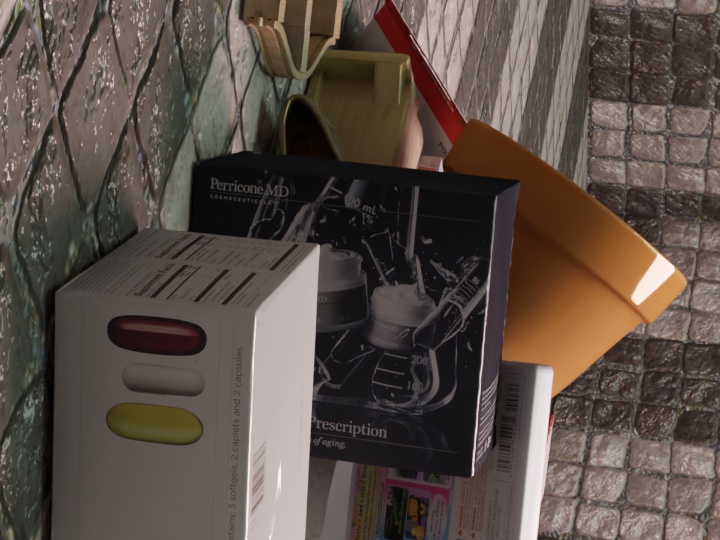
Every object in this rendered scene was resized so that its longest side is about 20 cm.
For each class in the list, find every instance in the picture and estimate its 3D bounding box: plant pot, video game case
[{"bbox_3d":[0.119,0.004,1.449,0.140,0.200,0.200,-53,167,0],"label":"plant pot"},{"bbox_3d":[0.056,0.159,1.383,0.024,0.181,0.202,8,87,-39],"label":"video game case"}]

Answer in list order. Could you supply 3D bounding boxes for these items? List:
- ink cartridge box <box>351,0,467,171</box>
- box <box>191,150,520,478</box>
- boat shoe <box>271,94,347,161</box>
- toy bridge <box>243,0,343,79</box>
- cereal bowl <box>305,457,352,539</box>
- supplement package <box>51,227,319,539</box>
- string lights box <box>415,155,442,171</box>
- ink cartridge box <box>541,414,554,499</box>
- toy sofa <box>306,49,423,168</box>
[{"bbox_3d":[0.047,-0.134,1.620,0.162,0.050,0.200,59,2,12],"label":"ink cartridge box"},{"bbox_3d":[-0.007,0.024,1.288,0.104,0.198,0.184,-27,122,-75],"label":"box"},{"bbox_3d":[-0.027,-0.027,1.388,0.063,0.073,0.201,80,-8,-64],"label":"boat shoe"},{"bbox_3d":[-0.049,-0.171,1.411,0.200,0.027,0.068,-17,113,-78],"label":"toy bridge"},{"bbox_3d":[-0.049,0.199,1.468,0.200,0.083,0.202,6,90,-80],"label":"cereal bowl"},{"bbox_3d":[-0.096,0.094,1.097,0.156,0.110,0.202,-49,143,-72],"label":"supplement package"},{"bbox_3d":[0.000,0.000,1.560,0.059,0.102,0.201,83,16,-54],"label":"string lights box"},{"bbox_3d":[0.055,0.170,1.691,0.147,0.198,0.083,-56,153,-67],"label":"ink cartridge box"},{"bbox_3d":[-0.011,-0.066,1.515,0.098,0.082,0.201,76,22,-53],"label":"toy sofa"}]
